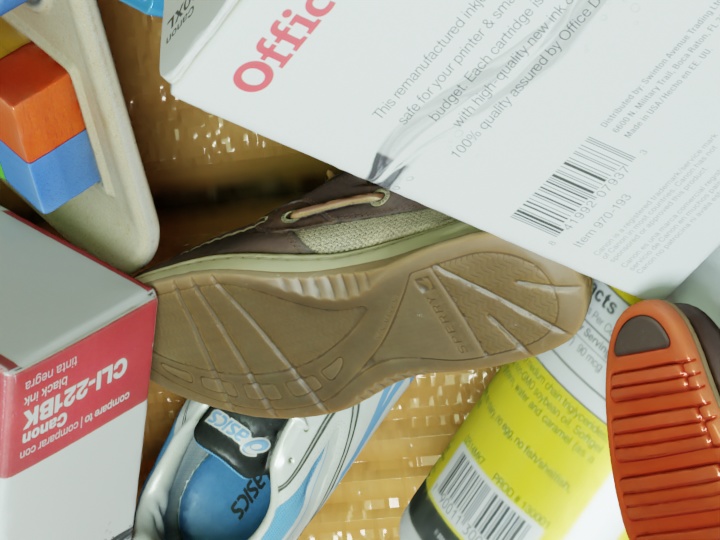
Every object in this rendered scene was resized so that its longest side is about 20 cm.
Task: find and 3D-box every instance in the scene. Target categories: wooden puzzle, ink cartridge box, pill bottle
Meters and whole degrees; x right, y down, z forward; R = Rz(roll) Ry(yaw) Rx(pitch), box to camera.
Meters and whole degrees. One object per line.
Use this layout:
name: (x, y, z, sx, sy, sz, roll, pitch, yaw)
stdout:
wooden puzzle: (-0.153, -0.110, 0.951, 0.185, 0.046, 0.201, 40, 149, 39)
ink cartridge box: (-0.164, 0.077, 0.992, 0.144, 0.084, 0.201, 27, 126, 28)
ink cartridge box: (0.055, -0.091, 0.817, 0.199, 0.084, 0.145, 23, 130, -27)
pill bottle: (0.111, 0.048, 0.944, 0.114, 0.114, 0.201, 36, 103, 10)

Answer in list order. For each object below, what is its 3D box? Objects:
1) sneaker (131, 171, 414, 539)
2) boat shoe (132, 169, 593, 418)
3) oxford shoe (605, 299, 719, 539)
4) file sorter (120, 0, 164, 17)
sneaker: (-0.024, 0.043, 1.005, 0.072, 0.072, 0.201, 32, 101, 13)
boat shoe: (0.000, 0.000, 0.947, 0.199, 0.072, 0.072, -13, 123, 31)
oxford shoe: (0.144, 0.096, 0.876, 0.072, 0.071, 0.201, -27, 98, -28)
file sorter: (-0.028, -0.192, 0.939, 0.139, 0.122, 0.201, 31, 108, 57)
